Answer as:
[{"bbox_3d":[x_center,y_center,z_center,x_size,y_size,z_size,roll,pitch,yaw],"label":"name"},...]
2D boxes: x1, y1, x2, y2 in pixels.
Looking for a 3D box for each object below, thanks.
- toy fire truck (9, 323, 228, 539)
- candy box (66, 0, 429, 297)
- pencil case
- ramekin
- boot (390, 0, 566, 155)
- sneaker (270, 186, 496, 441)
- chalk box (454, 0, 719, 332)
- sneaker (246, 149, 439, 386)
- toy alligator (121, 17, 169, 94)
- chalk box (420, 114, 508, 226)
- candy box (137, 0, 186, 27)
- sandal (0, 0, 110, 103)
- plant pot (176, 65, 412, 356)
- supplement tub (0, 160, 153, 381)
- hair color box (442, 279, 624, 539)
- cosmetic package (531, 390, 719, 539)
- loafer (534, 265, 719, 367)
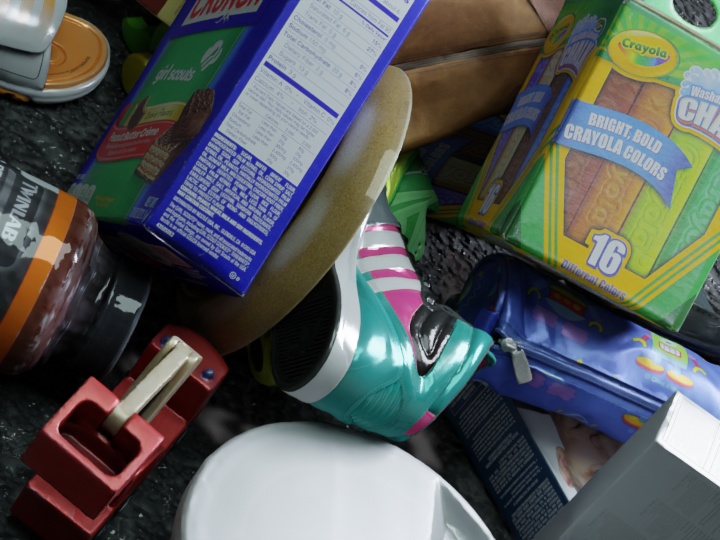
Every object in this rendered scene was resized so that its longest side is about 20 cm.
[{"bbox_3d":[-0.120,0.078,1.201,0.049,0.141,0.200,39,41,1],"label":"toy fire truck"},{"bbox_3d":[-0.070,-0.094,1.304,0.077,0.169,0.200,36,79,-23],"label":"candy box"},{"bbox_3d":[0.143,0.063,1.356,0.200,0.078,0.087,26,14,-11],"label":"pencil case"},{"bbox_3d":[-0.020,0.187,1.209,0.202,0.094,0.203,19,44,-19],"label":"ramekin"},{"bbox_3d":[0.095,-0.096,1.409,0.199,0.068,0.189,-16,100,-20],"label":"boot"},{"bbox_3d":[0.019,0.020,1.295,0.121,0.084,0.200,35,36,-24],"label":"sneaker"},{"bbox_3d":[0.163,-0.085,1.343,0.124,0.200,0.124,26,1,-12],"label":"chalk box"},{"bbox_3d":[0.000,0.000,1.403,0.084,0.074,0.200,52,50,-26],"label":"sneaker"},{"bbox_3d":[-0.094,-0.095,1.445,0.059,0.054,0.200,-9,59,-40],"label":"toy alligator"},{"bbox_3d":[0.026,-0.127,1.506,0.199,0.124,0.125,16,45,-23],"label":"chalk box"},{"bbox_3d":[-0.065,-0.220,1.489,0.055,0.116,0.200,40,21,-1],"label":"candy box"},{"bbox_3d":[-0.241,-0.160,1.396,0.206,0.059,0.079,13,47,-26],"label":"sandal"},{"bbox_3d":[-0.046,-0.042,1.318,0.027,0.200,0.200,35,39,-22],"label":"plant pot"},{"bbox_3d":[-0.215,-0.012,1.243,0.200,0.107,0.107,26,42,-13],"label":"supplement tub"},{"bbox_3d":[0.123,0.105,1.411,0.100,0.061,0.200,-7,58,-39],"label":"hair color box"},{"bbox_3d":[0.148,0.157,1.274,0.082,0.200,0.051,37,41,-2],"label":"cosmetic package"},{"bbox_3d":[0.185,0.011,1.461,0.068,0.070,0.200,39,-5,-34],"label":"loafer"}]
